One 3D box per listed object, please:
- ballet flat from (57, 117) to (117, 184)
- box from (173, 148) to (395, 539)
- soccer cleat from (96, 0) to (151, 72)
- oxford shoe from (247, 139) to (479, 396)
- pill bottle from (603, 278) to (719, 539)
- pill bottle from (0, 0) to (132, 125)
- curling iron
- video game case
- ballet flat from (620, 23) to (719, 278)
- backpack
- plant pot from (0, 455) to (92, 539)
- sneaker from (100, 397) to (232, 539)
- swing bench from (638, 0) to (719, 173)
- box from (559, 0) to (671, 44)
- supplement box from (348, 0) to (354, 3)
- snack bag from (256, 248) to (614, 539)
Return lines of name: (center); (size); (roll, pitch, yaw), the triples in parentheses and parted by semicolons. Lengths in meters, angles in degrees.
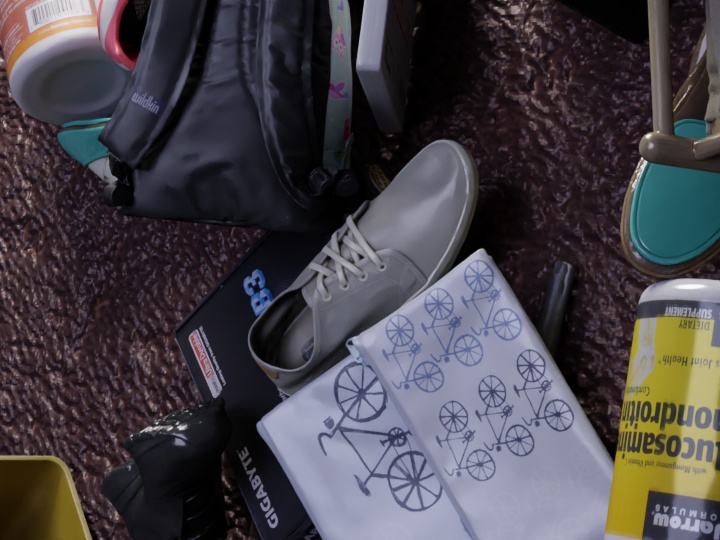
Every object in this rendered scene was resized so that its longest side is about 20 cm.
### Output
ballet flat: (-0.163, -0.092, 1.275); (0.199, 0.067, 0.071); (-9, 86, 42)
box: (-0.021, 0.057, 1.116); (0.198, 0.049, 0.201); (-43, 53, 23)
soccer cleat: (-0.121, -0.229, 1.144); (0.201, 0.066, 0.077); (-57, 30, 21)
oxford shoe: (0.000, 0.000, 1.043); (0.200, 0.058, 0.075); (-49, 48, 17)
pill bottle: (0.187, 0.112, 0.868); (0.111, 0.112, 0.202); (2, 80, 42)
pill bottle: (-0.242, -0.227, 1.349); (0.112, 0.112, 0.201); (-35, 57, 30)
curling iron: (0.090, 0.089, 1.018); (0.049, 0.025, 0.202); (22, 93, 36)
video game case: (0.024, -0.206, 1.094); (0.018, 0.143, 0.202); (6, 80, 8)
ballet flat: (0.194, -0.073, 0.926); (0.067, 0.072, 0.201); (20, 70, 6)
backpack: (-0.077, -0.129, 1.085); (0.165, 0.127, 0.202); (5, 91, 0)
plant pot: (-0.314, 0.270, 1.231); (0.177, 0.199, 0.201); (-52, 49, 33)
sneaker: (-0.118, 0.149, 1.129); (0.091, 0.075, 0.200); (63, 157, 14)
swing bench: (0.246, -0.142, 0.837); (0.129, 0.199, 0.201); (-17, 66, 48)
box: (0.153, -0.269, 0.998); (0.201, 0.124, 0.149); (-54, 51, 17)
supplement box: (-0.086, -0.222, 1.243); (0.199, 0.061, 0.110); (-26, 62, 35)
snack bag: (0.045, 0.117, 0.999); (0.199, 0.021, 0.190); (-34, 80, 22)
